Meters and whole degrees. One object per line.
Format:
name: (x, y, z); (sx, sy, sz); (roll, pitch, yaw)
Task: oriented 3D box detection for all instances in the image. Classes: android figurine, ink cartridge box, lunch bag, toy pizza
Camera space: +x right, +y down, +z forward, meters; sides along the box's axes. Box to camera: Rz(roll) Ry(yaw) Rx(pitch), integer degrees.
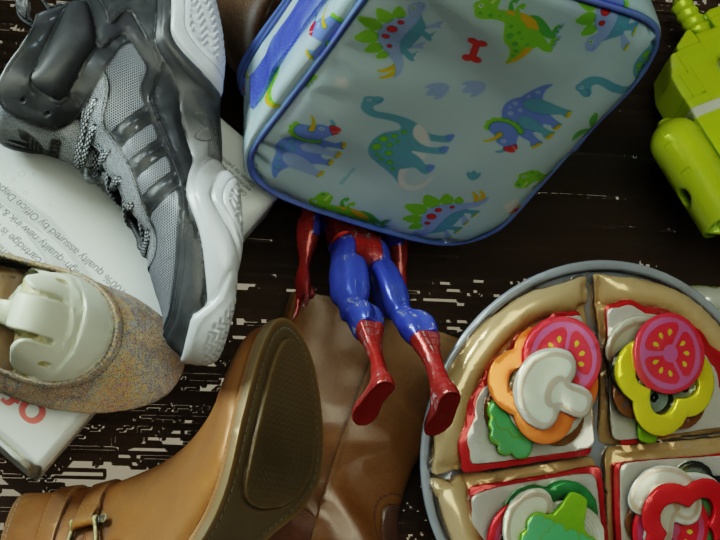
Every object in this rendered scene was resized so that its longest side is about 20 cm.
android figurine: (0.249, -0.081, 1.035); (0.181, 0.041, 0.201); (-19, 70, -20)
ink cartridge box: (-0.158, -0.012, 0.939); (0.144, 0.084, 0.200); (40, 73, -1)
lunch bag: (0.036, -0.104, 0.881); (0.160, 0.200, 0.083); (14, 51, -24)
toy pizza: (0.128, 0.095, 0.938); (0.199, 0.032, 0.202); (-1, 93, -17)

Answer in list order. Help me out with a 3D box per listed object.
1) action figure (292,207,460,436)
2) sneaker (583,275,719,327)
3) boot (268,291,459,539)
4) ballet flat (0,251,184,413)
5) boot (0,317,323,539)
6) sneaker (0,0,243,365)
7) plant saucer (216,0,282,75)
action figure: (0.000, 0.000, 0.946); (0.065, 0.052, 0.201); (7, 44, -22)
sneaker: (0.163, 0.049, 0.993); (0.199, 0.077, 0.086); (4, 82, -9)
boot: (0.019, 0.129, 0.967); (0.187, 0.069, 0.201); (20, 65, -1)
ballet flat: (-0.178, 0.019, 0.850); (0.199, 0.067, 0.068); (16, 77, -8)
boot: (-0.107, 0.116, 0.901); (0.154, 0.074, 0.201); (0, 65, 34)
sneaker: (-0.120, -0.049, 0.875); (0.113, 0.076, 0.201); (-2, 72, -12)
plant saucer: (0.020, -0.130, 0.942); (0.199, 0.201, 0.035); (5, 49, -10)
